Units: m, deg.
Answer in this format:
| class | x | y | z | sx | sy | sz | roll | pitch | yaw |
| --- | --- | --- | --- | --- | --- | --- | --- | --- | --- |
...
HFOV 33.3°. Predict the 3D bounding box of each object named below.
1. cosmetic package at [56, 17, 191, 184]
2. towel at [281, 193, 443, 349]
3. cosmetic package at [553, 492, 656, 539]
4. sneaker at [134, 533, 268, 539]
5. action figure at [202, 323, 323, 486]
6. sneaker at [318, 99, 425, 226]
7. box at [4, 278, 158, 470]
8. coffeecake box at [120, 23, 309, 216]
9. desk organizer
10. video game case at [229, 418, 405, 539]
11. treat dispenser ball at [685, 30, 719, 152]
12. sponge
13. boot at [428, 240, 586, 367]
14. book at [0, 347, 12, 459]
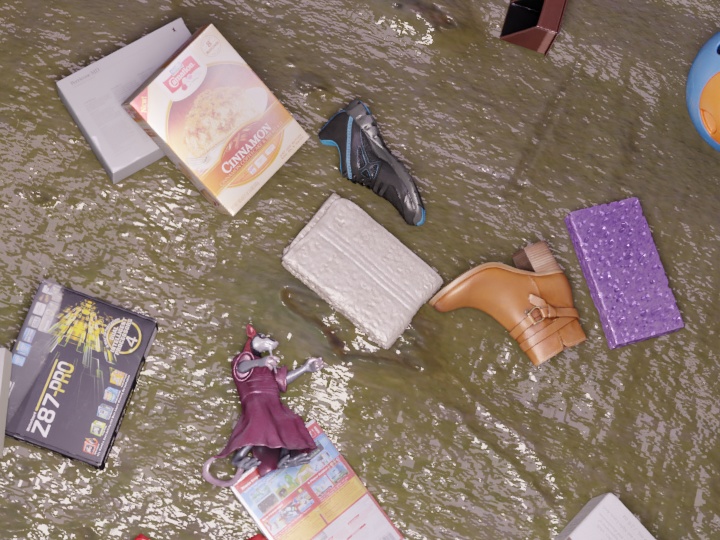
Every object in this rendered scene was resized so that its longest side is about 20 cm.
| class | x | y | z | sx | sy | sz | roll | pitch | yaw |
| --- | --- | --- | --- | --- | --- | --- | --- | --- | --- |
| cosmetic package | -0.292 | -0.234 | 1.653 | 0.199 | 0.052 | 0.152 | -31 | 84 | -17 |
| towel | 0.000 | 0.000 | 1.644 | 0.200 | 0.034 | 0.133 | 40 | 73 | 3 |
| cosmetic package | 0.282 | 0.393 | 1.556 | 0.102 | 0.074 | 0.200 | 45 | 71 | 6 |
| sneaker | -0.216 | 0.356 | 1.480 | 0.199 | 0.078 | 0.116 | -31 | 82 | -18 |
| action figure | -0.129 | 0.166 | 1.553 | 0.148 | 0.134 | 0.202 | -32 | 55 | 22 |
| sneaker | 0.019 | -0.136 | 1.677 | 0.081 | 0.073 | 0.201 | -34 | 76 | 0 |
| box | -0.366 | 0.132 | 1.535 | 0.159 | 0.049 | 0.202 | 20 | 72 | 0 |
| coffeecake box | -0.192 | -0.199 | 1.602 | 0.154 | 0.073 | 0.200 | -46 | 109 | -11 |
| desk organizer | 0.274 | -0.431 | 1.797 | 0.076 | 0.072 | 0.202 | 18 | 72 | -1 |
| video game case | -0.055 | 0.314 | 1.550 | 0.142 | 0.017 | 0.201 | -36 | 83 | -17 |
| treat dispenser ball | 0.569 | -0.258 | 1.726 | 0.198 | 0.201 | 0.203 | 3 | 73 | -9 |
| sponge | 0.373 | 0.002 | 1.708 | 0.110 | 0.030 | 0.202 | -14 | 76 | -13 |
| boot | 0.205 | 0.061 | 1.642 | 0.198 | 0.074 | 0.156 | -21 | 82 | -12 |
| book | -0.534 | 0.163 | 1.476 | 0.197 | 0.048 | 0.135 | -1 | 68 | 4 |
